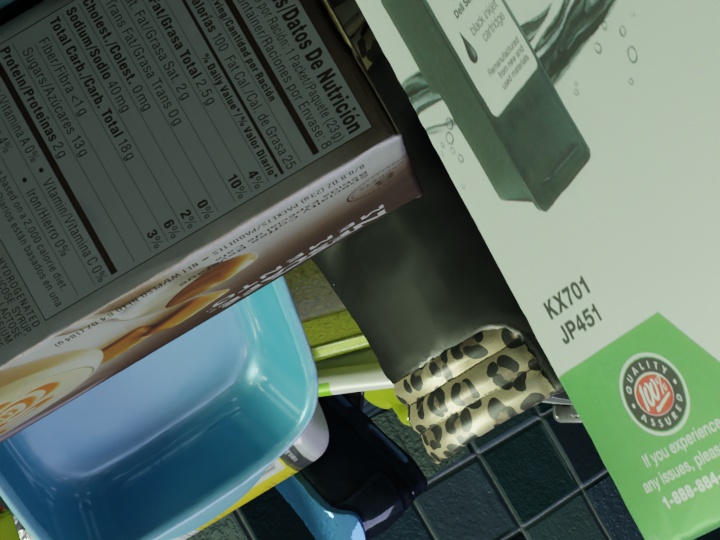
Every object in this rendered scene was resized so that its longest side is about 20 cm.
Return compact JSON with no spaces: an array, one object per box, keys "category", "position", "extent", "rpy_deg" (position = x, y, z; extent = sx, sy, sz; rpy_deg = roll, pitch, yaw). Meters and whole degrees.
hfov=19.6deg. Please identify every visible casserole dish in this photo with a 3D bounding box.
[{"category":"casserole dish","position":[-0.083,0.029,0.721],"extent":[0.121,0.039,0.200],"rpy_deg":[-33,147,-9]}]

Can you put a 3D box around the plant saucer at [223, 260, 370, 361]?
[{"category":"plant saucer","position":[0.000,0.000,0.840],"extent":[0.199,0.048,0.199],"rpy_deg":[-16,171,26]}]

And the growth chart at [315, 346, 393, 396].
[{"category":"growth chart","position":[0.048,0.008,0.970],"extent":[0.144,0.018,0.200],"rpy_deg":[-6,-158,40]}]

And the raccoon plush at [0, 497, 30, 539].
[{"category":"raccoon plush","position":[-0.227,0.100,0.936],"extent":[0.199,0.097,0.134],"rpy_deg":[-2,-160,22]}]

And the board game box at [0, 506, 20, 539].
[{"category":"board game box","position":[-0.193,0.099,0.670],"extent":[0.101,0.048,0.200],"rpy_deg":[-26,-158,-31]}]

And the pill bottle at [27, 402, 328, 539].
[{"category":"pill bottle","position":[-0.124,0.090,1.029],"extent":[0.199,0.112,0.112],"rpy_deg":[-31,173,4]}]

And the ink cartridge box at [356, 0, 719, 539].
[{"category":"ink cartridge box","position":[0.080,-0.059,0.454],"extent":[0.083,0.201,0.147],"rpy_deg":[-22,169,-33]}]

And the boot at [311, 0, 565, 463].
[{"category":"boot","position":[0.056,-0.043,0.667],"extent":[0.200,0.151,0.073],"rpy_deg":[-33,173,20]}]

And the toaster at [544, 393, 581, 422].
[{"category":"toaster","position":[0.128,-0.013,1.212],"extent":[0.113,0.201,0.129],"rpy_deg":[2,175,-3]}]

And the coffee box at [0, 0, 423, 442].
[{"category":"coffee box","position":[-0.089,-0.011,0.572],"extent":[0.199,0.080,0.114],"rpy_deg":[-30,174,0]}]

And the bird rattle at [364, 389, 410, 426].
[{"category":"bird rattle","position":[0.021,0.021,1.255],"extent":[0.163,0.113,0.200],"rpy_deg":[-47,176,0]}]

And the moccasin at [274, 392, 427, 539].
[{"category":"moccasin","position":[-0.026,0.080,1.122],"extent":[0.068,0.200,0.081],"rpy_deg":[-26,134,-12]}]
